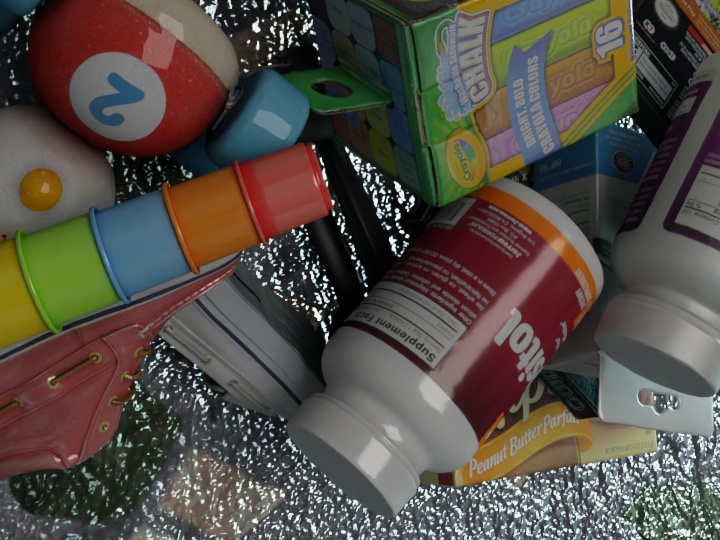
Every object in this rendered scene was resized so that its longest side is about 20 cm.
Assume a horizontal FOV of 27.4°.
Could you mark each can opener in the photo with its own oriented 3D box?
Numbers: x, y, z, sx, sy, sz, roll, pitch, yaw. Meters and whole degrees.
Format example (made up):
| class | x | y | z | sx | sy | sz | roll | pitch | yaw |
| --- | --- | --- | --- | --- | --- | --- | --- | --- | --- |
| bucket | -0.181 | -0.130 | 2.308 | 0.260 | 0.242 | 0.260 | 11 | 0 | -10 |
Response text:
| class | x | y | z | sx | sy | sz | roll | pitch | yaw |
| --- | --- | --- | --- | --- | --- | --- | --- | --- | --- |
| can opener | 0.000 | 0.000 | 0.978 | 0.063 | 0.079 | 0.202 | -16 | 92 | 7 |
| can opener | 0.014 | -0.122 | 0.978 | 0.199 | 0.053 | 0.067 | -9 | 84 | -23 |

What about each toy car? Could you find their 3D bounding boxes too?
| class | x | y | z | sx | sy | sz | roll | pitch | yaw |
| --- | --- | --- | --- | --- | --- | --- | --- | --- | --- |
| toy car | -0.165 | -0.065 | 0.815 | 0.184 | 0.177 | 0.201 | 36 | 82 | -18 |

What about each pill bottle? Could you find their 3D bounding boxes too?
| class | x | y | z | sx | sy | sz | roll | pitch | yaw |
| --- | --- | --- | --- | --- | --- | --- | --- | --- | --- |
| pill bottle | 0.225 | -0.027 | 0.926 | 0.112 | 0.112 | 0.201 | 35 | 77 | -29 |
| pill bottle | 0.050 | 0.047 | 0.903 | 0.200 | 0.113 | 0.113 | -49 | 115 | -17 |

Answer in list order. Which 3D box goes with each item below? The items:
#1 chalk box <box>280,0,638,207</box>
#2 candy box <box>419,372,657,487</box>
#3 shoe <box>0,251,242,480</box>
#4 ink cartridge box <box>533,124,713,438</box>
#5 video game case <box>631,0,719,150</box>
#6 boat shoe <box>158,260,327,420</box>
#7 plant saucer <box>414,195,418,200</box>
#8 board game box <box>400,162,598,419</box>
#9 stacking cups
| class | x | y | z | sx | sy | sz | roll | pitch | yaw |
| --- | --- | --- | --- | --- | --- | --- | --- | --- | --- |
| chalk box | 0.049 | -0.128 | 0.876 | 0.199 | 0.124 | 0.124 | -26 | 127 | -19 |
| candy box | 0.124 | 0.085 | 1.070 | 0.199 | 0.055 | 0.116 | -3 | 87 | -35 |
| shoe | -0.145 | 0.044 | 0.838 | 0.199 | 0.072 | 0.091 | -24 | 110 | 3 |
| ink cartridge box | 0.179 | 0.012 | 1.007 | 0.115 | 0.068 | 0.202 | 12 | 73 | -34 |
| video game case | 0.261 | -0.140 | 1.033 | 0.200 | 0.025 | 0.181 | 47 | 63 | -19 |
| boat shoe | -0.071 | 0.051 | 0.934 | 0.067 | 0.074 | 0.200 | -31 | 128 | 10 |
| plant saucer | 0.110 | -0.076 | 1.079 | 0.199 | 0.034 | 0.202 | 2 | 87 | -34 |
| board game box | 0.128 | -0.012 | 1.037 | 0.200 | 0.028 | 0.136 | 47 | 59 | -19 |
| stacking cups | -0.113 | -0.019 | 0.762 | 0.199 | 0.061 | 0.061 | -23 | 104 | -1 |
